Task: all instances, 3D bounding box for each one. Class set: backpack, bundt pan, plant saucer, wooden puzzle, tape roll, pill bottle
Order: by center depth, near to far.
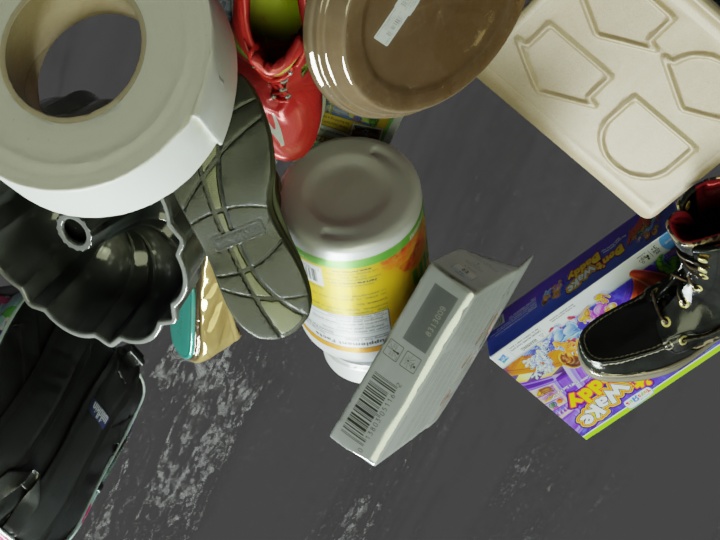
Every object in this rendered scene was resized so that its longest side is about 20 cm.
[{"bbox_3d":[0.047,-0.190,1.271,0.199,0.029,0.202,-26,137,-27],"label":"plant saucer"},{"bbox_3d":[-0.186,-0.141,1.272,0.200,0.205,0.071,-13,164,7],"label":"tape roll"},{"bbox_3d":[0.201,-0.148,1.348,0.185,0.046,0.200,39,139,-8],"label":"wooden puzzle"},{"bbox_3d":[-0.195,-0.047,1.393,0.200,0.076,0.204,17,128,23],"label":"bundt pan"},{"bbox_3d":[0.000,0.000,1.444,0.110,0.112,0.201,-6,143,2],"label":"pill bottle"},{"bbox_3d":[-0.284,0.126,1.485,0.149,0.201,0.178,-11,133,31],"label":"backpack"}]

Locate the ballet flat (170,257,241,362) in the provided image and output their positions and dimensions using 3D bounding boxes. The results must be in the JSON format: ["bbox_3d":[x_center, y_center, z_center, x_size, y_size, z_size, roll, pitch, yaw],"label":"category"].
[{"bbox_3d":[-0.121,-0.015,1.478,0.062,0.069,0.201,-18,136,-25],"label":"ballet flat"}]

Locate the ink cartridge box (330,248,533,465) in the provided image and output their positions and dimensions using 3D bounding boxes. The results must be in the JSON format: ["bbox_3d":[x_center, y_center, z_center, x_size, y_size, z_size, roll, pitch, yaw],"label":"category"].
[{"bbox_3d":[0.061,0.056,1.455,0.047,0.200,0.161,32,107,11],"label":"ink cartridge box"}]

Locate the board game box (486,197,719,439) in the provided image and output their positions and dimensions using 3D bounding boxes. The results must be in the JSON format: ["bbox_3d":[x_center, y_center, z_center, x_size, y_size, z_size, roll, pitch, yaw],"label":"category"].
[{"bbox_3d":[0.222,0.041,1.542,0.199,0.045,0.134,-37,122,24],"label":"board game box"}]

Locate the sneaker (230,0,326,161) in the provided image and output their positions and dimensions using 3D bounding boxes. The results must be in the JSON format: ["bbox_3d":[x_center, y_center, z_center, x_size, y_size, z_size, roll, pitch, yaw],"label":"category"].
[{"bbox_3d":[-0.064,-0.155,1.314,0.076,0.085,0.202,-4,129,1],"label":"sneaker"}]

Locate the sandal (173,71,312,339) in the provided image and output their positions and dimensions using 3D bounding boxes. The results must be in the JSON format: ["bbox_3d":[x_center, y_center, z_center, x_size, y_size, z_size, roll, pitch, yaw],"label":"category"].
[{"bbox_3d":[-0.088,-0.047,1.334,0.079,0.057,0.203,-12,111,6],"label":"sandal"}]

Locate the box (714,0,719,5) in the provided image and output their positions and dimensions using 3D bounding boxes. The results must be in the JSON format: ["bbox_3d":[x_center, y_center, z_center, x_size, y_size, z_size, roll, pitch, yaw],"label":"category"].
[{"bbox_3d":[0.299,-0.203,1.350,0.157,0.046,0.202,-6,128,1],"label":"box"}]

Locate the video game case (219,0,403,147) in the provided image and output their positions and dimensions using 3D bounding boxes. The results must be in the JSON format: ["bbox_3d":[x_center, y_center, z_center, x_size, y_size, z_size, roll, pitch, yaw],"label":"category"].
[{"bbox_3d":[-0.049,-0.167,1.375,0.198,0.022,0.183,15,126,-16],"label":"video game case"}]

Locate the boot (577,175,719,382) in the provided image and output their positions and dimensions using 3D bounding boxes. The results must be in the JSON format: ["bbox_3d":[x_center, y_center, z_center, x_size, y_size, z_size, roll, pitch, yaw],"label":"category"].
[{"bbox_3d":[0.252,0.005,1.415,0.198,0.074,0.151,-17,146,5],"label":"boot"}]
